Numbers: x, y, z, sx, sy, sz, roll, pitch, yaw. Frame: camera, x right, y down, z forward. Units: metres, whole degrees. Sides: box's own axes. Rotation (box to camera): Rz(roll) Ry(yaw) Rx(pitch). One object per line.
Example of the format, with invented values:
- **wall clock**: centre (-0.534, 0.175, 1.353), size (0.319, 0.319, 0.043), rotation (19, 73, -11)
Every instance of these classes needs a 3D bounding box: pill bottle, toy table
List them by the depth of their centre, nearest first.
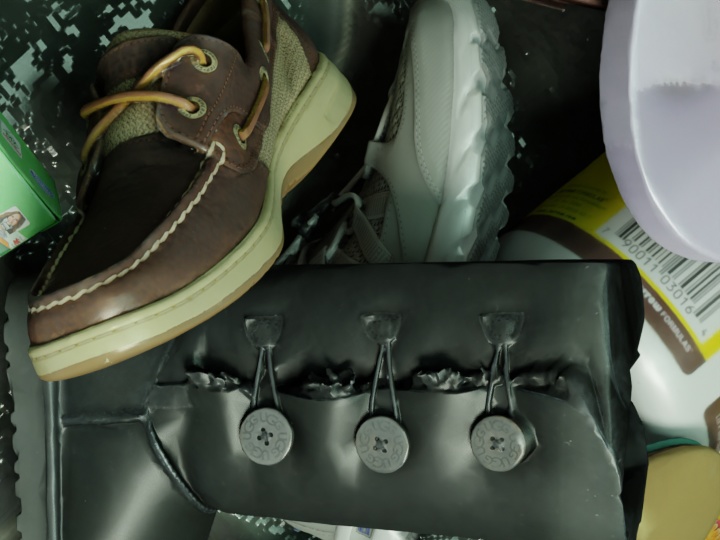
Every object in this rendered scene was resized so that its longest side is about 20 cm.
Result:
- **toy table**: centre (0.165, -0.095, 0.693), size (0.183, 0.117, 0.201), rotation (18, 86, -25)
- **pill bottle**: centre (0.147, -0.021, 0.811), size (0.200, 0.109, 0.109), rotation (-38, 118, -18)

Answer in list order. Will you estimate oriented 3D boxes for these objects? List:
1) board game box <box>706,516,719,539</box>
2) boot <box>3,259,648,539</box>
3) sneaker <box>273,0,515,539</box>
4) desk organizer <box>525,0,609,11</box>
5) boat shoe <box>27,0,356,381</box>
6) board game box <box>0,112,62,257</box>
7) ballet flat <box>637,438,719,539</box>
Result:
- **board game box**: centre (0.168, 0.092, 0.869), size (0.200, 0.045, 0.135), rotation (-39, 118, -16)
- **boot**: centre (-0.007, 0.075, 0.708), size (0.199, 0.066, 0.166), rotation (-2, 107, 11)
- **sneaker**: centre (0.000, 0.000, 0.748), size (0.082, 0.075, 0.201), rotation (14, 98, 11)
- **desk organizer**: centre (0.086, -0.189, 0.752), size (0.071, 0.077, 0.201), rotation (10, 97, -32)
- **boat shoe**: centre (-0.059, -0.038, 0.666), size (0.072, 0.072, 0.200), rotation (61, 29, -18)
- **board game box**: centre (-0.196, -0.055, 0.622), size (0.134, 0.029, 0.200), rotation (-32, 120, 5)
- **ballet flat**: centre (0.044, 0.129, 0.747), size (0.199, 0.063, 0.069), rotation (-29, 139, 7)
